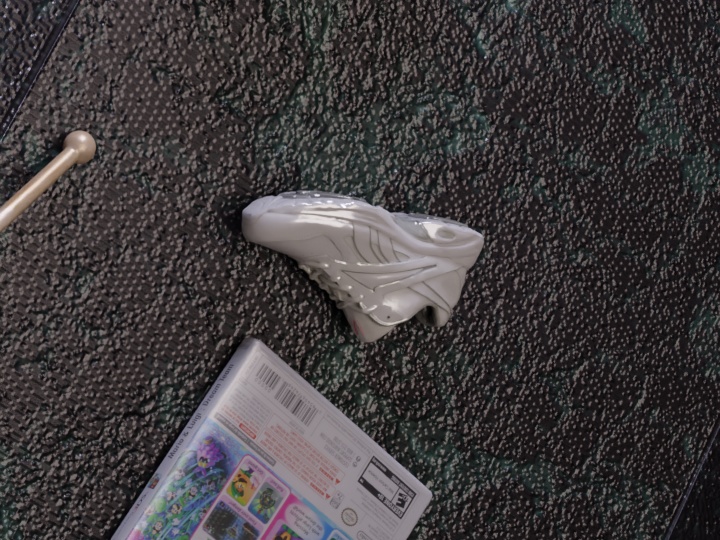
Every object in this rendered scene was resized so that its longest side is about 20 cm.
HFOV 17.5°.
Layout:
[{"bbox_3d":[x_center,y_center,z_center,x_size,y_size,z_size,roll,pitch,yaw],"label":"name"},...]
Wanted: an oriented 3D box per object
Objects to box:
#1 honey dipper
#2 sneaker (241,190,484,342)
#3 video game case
[{"bbox_3d":[-0.231,-0.033,1.513,0.200,0.038,0.038,-48,118,-45],"label":"honey dipper"},{"bbox_3d":[0.000,0.000,1.671,0.199,0.078,0.100,12,90,-32],"label":"sneaker"},{"bbox_3d":[-0.061,0.179,1.674,0.200,0.024,0.183,43,71,-28],"label":"video game case"}]
